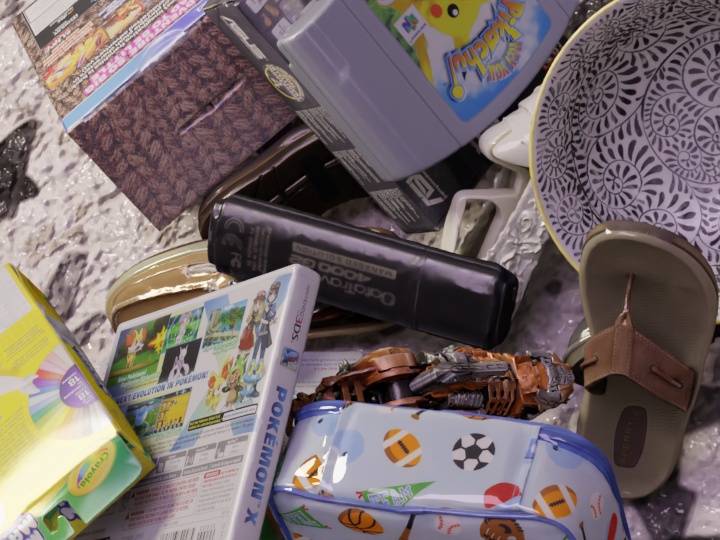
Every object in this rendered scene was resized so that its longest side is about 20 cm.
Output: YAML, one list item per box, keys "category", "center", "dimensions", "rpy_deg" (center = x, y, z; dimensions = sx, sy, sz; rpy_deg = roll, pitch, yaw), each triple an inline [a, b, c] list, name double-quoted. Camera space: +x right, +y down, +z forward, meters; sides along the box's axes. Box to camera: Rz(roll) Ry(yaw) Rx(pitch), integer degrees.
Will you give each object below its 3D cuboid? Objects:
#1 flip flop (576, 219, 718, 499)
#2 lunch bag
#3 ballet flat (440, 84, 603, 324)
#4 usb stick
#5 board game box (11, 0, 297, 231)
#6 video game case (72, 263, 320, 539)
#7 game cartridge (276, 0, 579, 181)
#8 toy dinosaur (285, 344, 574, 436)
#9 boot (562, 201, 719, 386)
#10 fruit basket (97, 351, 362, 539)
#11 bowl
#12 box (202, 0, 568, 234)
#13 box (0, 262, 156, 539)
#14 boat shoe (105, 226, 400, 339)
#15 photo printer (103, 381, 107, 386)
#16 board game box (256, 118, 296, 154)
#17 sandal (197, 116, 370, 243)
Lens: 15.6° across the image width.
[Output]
- category: "flip flop"
  center: [0.155, 0.058, 1.497]
  dimensions: [0.081, 0.201, 0.058]
  rpy_deg: [12, 37, 10]
- category: "lunch bag"
  center: [0.049, 0.143, 1.470]
  dimensions: [0.199, 0.160, 0.076]
  rpy_deg: [7, 57, 21]
- category: "ballet flat"
  center: [0.093, -0.047, 1.601]
  dimensions: [0.072, 0.072, 0.201]
  rpy_deg: [32, 108, 32]
- category: "usb stick"
  center: [0.000, 0.000, 1.603]
  dimensions: [0.199, 0.033, 0.056]
  rpy_deg: [15, 113, 19]
- category: "board game box"
  center: [-0.123, -0.147, 1.723]
  dimensions: [0.159, 0.097, 0.200]
  rpy_deg: [-39, 31, 4]
- category: "video game case"
  center: [-0.104, 0.099, 1.512]
  dimensions: [0.200, 0.022, 0.183]
  rpy_deg: [-18, 53, 53]
- category: "game cartridge"
  center: [0.052, -0.156, 1.603]
  dimensions: [0.200, 0.133, 0.040]
  rpy_deg: [-50, 25, -23]
- category: "toy dinosaur"
  center: [0.020, 0.076, 1.545]
  dimensions: [0.199, 0.136, 0.102]
  rpy_deg: [15, 66, -11]
- category: "boot"
  center: [0.167, -0.043, 1.617]
  dimensions: [0.181, 0.073, 0.200]
  rpy_deg: [-25, 63, -9]
- category: "fruit basket"
  center: [-0.100, 0.137, 1.634]
  dimensions: [0.185, 0.094, 0.200]
  rpy_deg: [-2, 47, 20]
- category: "bowl"
  center: [0.201, -0.077, 1.524]
  dimensions: [0.200, 0.094, 0.201]
  rpy_deg: [2, 105, 9]
- category: "box"
  center: [0.021, -0.148, 1.631]
  dimensions: [0.161, 0.200, 0.049]
  rpy_deg: [-50, 21, -21]
- category: "box"
  center: [-0.200, 0.096, 1.535]
  dimensions: [0.117, 0.048, 0.200]
  rpy_deg: [-40, 44, 2]
- category: "boat shoe"
  center: [-0.068, 0.023, 1.662]
  dimensions: [0.199, 0.072, 0.076]
  rpy_deg: [-12, 43, 12]
- category: "photo printer"
  center: [-0.248, 0.110, 1.659]
  dimensions: [0.167, 0.069, 0.200]
  rpy_deg: [-56, 32, -11]
- category: "board game box"
  center: [-0.011, -0.159, 1.777]
  dimensions: [0.120, 0.032, 0.200]
  rpy_deg: [34, 79, 28]
- category: "sandal"
  center: [-0.018, -0.075, 1.699]
  dimensions: [0.200, 0.082, 0.055]
  rpy_deg: [-30, 40, -1]
